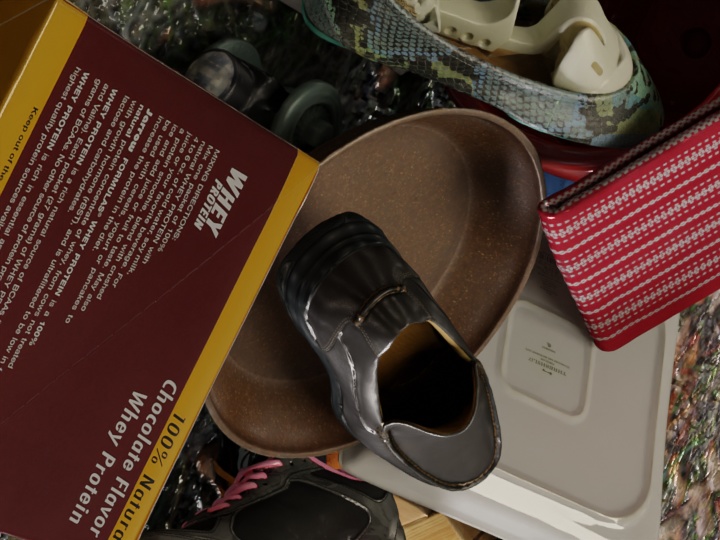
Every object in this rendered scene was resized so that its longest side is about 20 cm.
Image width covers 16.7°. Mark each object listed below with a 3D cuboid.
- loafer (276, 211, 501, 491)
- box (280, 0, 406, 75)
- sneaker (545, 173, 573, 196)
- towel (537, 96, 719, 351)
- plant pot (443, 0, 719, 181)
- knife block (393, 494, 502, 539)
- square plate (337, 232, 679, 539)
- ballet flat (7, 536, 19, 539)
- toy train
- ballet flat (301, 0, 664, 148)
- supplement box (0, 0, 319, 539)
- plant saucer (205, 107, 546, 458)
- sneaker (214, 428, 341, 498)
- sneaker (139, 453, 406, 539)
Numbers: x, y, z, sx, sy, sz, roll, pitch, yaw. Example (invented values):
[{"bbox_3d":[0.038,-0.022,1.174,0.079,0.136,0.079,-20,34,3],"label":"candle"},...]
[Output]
[{"bbox_3d":[0.025,0.057,1.152,0.073,0.072,0.200,-42,141,-2],"label":"loafer"},{"bbox_3d":[0.028,-0.172,1.154,0.155,0.041,0.200,-31,153,21],"label":"box"},{"bbox_3d":[0.147,-0.045,1.420,0.200,0.111,0.077,-36,138,-36],"label":"sneaker"},{"bbox_3d":[0.165,-0.029,1.232,0.144,0.023,0.200,-31,155,1],"label":"towel"},{"bbox_3d":[0.157,-0.138,1.299,0.182,0.200,0.201,11,102,-63],"label":"plant pot"},{"bbox_3d":[0.078,0.161,1.398,0.064,0.175,0.201,-39,140,-32],"label":"knife block"},{"bbox_3d":[0.091,0.051,1.308,0.199,0.028,0.199,25,56,-23],"label":"square plate"},{"bbox_3d":[-0.135,0.097,1.180,0.062,0.067,0.201,31,80,-29],"label":"ballet flat"},{"bbox_3d":[-0.041,-0.030,1.193,0.114,0.085,0.200,-57,146,-5],"label":"toy train"},{"bbox_3d":[0.071,-0.110,1.134,0.199,0.074,0.075,14,101,-26],"label":"ballet flat"},{"bbox_3d":[-0.154,-0.008,1.002,0.200,0.132,0.198,29,87,-57],"label":"supplement box"},{"bbox_3d":[0.000,0.000,1.169,0.200,0.037,0.201,-25,138,-25],"label":"plant saucer"},{"bbox_3d":[-0.074,0.137,1.276,0.200,0.077,0.113,-29,130,-57],"label":"sneaker"},{"bbox_3d":[-0.050,0.127,1.209,0.199,0.079,0.096,5,67,-48],"label":"sneaker"}]
